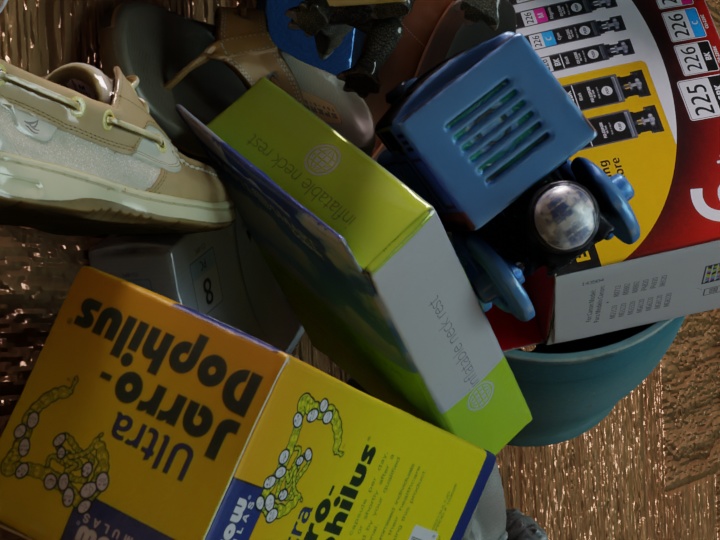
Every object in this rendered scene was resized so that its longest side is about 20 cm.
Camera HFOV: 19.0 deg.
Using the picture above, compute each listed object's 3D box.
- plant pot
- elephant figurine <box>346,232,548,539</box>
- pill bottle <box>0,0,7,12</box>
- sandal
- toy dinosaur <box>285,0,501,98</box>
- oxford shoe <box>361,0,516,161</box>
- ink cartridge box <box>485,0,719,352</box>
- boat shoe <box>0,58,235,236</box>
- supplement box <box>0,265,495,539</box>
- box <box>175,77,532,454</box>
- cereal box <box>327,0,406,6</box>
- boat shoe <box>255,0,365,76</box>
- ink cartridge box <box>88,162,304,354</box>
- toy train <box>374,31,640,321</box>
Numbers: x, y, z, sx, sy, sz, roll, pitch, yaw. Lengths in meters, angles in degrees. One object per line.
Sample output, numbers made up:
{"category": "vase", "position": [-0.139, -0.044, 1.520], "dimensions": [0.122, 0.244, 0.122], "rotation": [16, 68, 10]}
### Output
{"category": "plant pot", "position": [0.102, 0.008, 1.288], "dimensions": [0.188, 0.200, 0.200], "rotation": [90, 8, -60]}
{"category": "elephant figurine", "position": [0.019, 0.095, 1.097], "dimensions": [0.155, 0.141, 0.200], "rotation": [-119, -163, -49]}
{"category": "pill bottle", "position": [-0.139, -0.184, 0.746], "dimensions": [0.112, 0.112, 0.200], "rotation": [61, 33, -51]}
{"category": "sandal", "position": [-0.049, -0.090, 1.004], "dimensions": [0.200, 0.054, 0.080], "rotation": [9, 53, -53]}
{"category": "toy dinosaur", "position": [0.024, -0.142, 0.959], "dimensions": [0.077, 0.200, 0.102], "rotation": [35, 49, -30]}
{"category": "oxford shoe", "position": [0.007, -0.067, 1.150], "dimensions": [0.071, 0.071, 0.200], "rotation": [24, 97, -56]}
{"category": "ink cartridge box", "position": [0.117, -0.069, 1.176], "dimensions": [0.084, 0.175, 0.200], "rotation": [88, -13, -61]}
{"category": "boat shoe", "position": [-0.111, -0.050, 0.855], "dimensions": [0.200, 0.074, 0.067], "rotation": [9, 80, -66]}
{"category": "supplement box", "position": [-0.046, 0.088, 0.895], "dimensions": [0.200, 0.109, 0.110], "rotation": [30, 83, -59]}
{"category": "box", "position": [0.000, 0.000, 0.964], "dimensions": [0.048, 0.122, 0.200], "rotation": [-43, 143, -12]}
{"category": "cereal box", "position": [0.000, -0.232, 0.903], "dimensions": [0.144, 0.039, 0.200], "rotation": [65, 31, -50]}
{"category": "boat shoe", "position": [-0.026, -0.169, 1.128], "dimensions": [0.069, 0.084, 0.200], "rotation": [-178, -74, -84]}
{"category": "ink cartridge box", "position": [-0.059, 0.056, 1.029], "dimensions": [0.160, 0.047, 0.200], "rotation": [-47, 130, -63]}
{"category": "toy train", "position": [0.059, -0.044, 0.988], "dimensions": [0.114, 0.087, 0.200], "rotation": [55, -5, -5]}
